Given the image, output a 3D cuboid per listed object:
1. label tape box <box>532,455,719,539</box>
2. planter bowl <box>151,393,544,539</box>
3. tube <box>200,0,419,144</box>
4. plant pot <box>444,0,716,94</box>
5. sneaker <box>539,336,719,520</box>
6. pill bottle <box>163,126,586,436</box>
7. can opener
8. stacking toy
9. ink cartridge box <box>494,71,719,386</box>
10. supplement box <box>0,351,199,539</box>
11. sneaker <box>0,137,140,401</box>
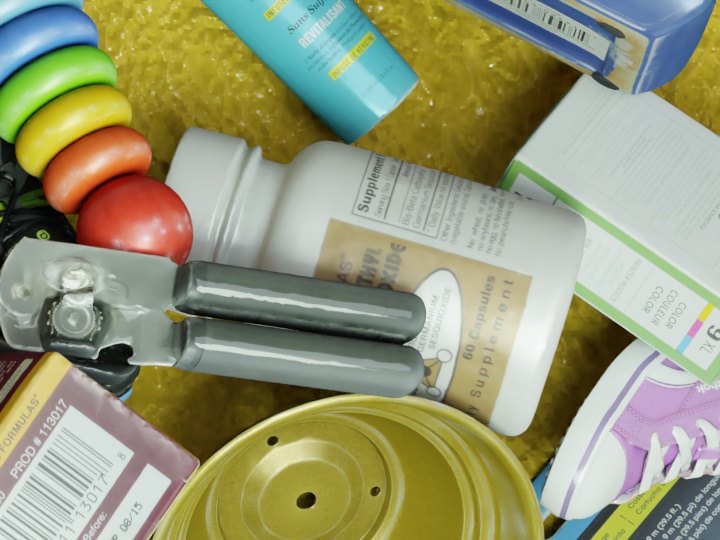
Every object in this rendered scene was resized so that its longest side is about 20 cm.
[{"bbox_3d":[0.169,0.175,1.513,0.200,0.066,0.143,33,69,25],"label":"label tape box"},{"bbox_3d":[-0.017,0.129,1.424,0.200,0.083,0.201,-7,118,-14],"label":"planter bowl"},{"bbox_3d":[-0.055,-0.152,1.468,0.200,0.050,0.077,46,64,-8],"label":"tube"},{"bbox_3d":[0.119,-0.204,1.440,0.200,0.200,0.180,28,83,4],"label":"plant pot"},{"bbox_3d":[0.185,0.080,1.489,0.114,0.073,0.200,36,53,21],"label":"sneaker"},{"bbox_3d":[0.000,0.000,1.417,0.200,0.114,0.114,16,80,2],"label":"pill bottle"},{"bbox_3d":[-0.072,0.027,1.332,0.200,0.067,0.053,9,68,-16],"label":"can opener"},{"bbox_3d":[-0.144,-0.076,1.366,0.085,0.085,0.200,-23,74,-22],"label":"stacking toy"},{"bbox_3d":[0.170,-0.012,1.483,0.200,0.059,0.104,34,45,7],"label":"ink cartridge box"},{"bbox_3d":[-0.166,0.104,1.317,0.086,0.200,0.110,39,74,-18],"label":"supplement box"},{"bbox_3d":[-0.166,-0.020,1.389,0.071,0.083,0.200,-40,101,-20],"label":"sneaker"}]
